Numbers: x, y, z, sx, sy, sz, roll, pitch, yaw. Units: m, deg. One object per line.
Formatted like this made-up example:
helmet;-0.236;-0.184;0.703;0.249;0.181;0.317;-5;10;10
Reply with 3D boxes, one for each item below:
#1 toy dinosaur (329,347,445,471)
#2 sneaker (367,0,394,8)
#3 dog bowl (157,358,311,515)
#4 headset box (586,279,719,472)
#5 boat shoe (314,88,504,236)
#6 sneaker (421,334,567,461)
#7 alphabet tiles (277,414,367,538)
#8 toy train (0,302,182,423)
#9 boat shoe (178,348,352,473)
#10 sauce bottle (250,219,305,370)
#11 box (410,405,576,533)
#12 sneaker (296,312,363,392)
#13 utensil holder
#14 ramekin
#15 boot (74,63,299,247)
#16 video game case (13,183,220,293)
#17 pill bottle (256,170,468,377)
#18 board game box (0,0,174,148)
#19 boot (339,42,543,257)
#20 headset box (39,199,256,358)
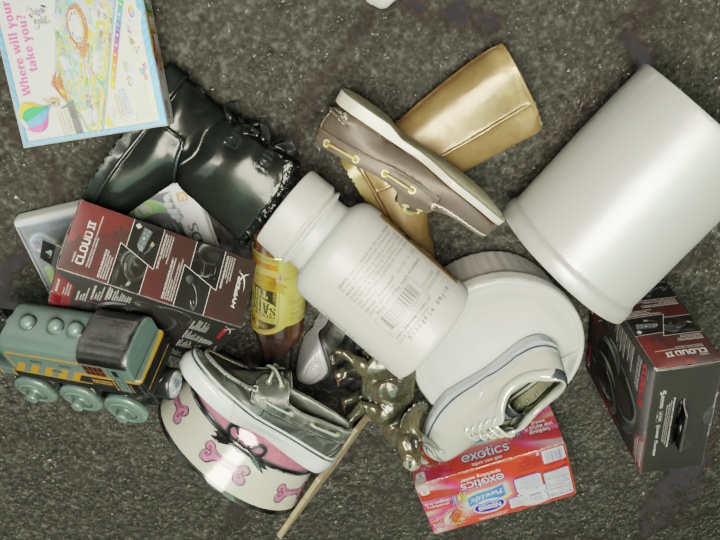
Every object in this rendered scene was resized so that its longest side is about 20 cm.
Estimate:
toy dinosaur;0.023;0.119;0.887;0.101;0.077;0.204;-12;96;-2
sneaker;0.091;-0.293;0.708;0.199;0.078;0.099;-39;121;19
dog bowl;-0.130;0.181;0.924;0.199;0.200;0.074;35;100;-24
headset box;0.326;0.112;0.903;0.076;0.201;0.151;-7;124;-1
boat shoe;0.047;-0.092;0.771;0.199;0.072;0.060;35;107;-7
sneaker;0.143;0.154;0.885;0.073;0.071;0.200;33;114;-24
alphabet tiles;-0.033;0.233;0.968;0.008;0.200;0.168;36;116;8
toy train;-0.272;0.082;0.783;0.197;0.086;0.115;8;143;15
boat shoe;-0.094;0.131;0.839;0.199;0.072;0.071;37;99;-20
sauce bottle;-0.092;0.041;0.907;0.065;0.066;0.203;1;120;-6
box;0.168;0.252;1.047;0.197;0.096;0.101;-18;122;6
sneaker;0.013;0.070;0.933;0.113;0.076;0.201;24;123;-20
utensil holder;0.271;-0.078;0.807;0.169;0.171;0.201;31;113;-23
ramekin;0.151;0.071;0.932;0.199;0.095;0.205;-2;122;-4
boot;-0.168;-0.085;0.798;0.162;0.073;0.199;36;103;-13
video game case;-0.251;-0.002;0.890;0.197;0.023;0.184;-12;122;3
pill bottle;0.000;0.000;0.795;0.199;0.114;0.115;40;113;-3
board game box;-0.251;-0.220;0.707;0.132;0.034;0.203;-8;104;-1
boot;0.100;-0.106;0.833;0.198;0.066;0.176;-29;121;11
headset box;-0.223;0.017;0.808;0.197;0.078;0.149;21;152;-17
